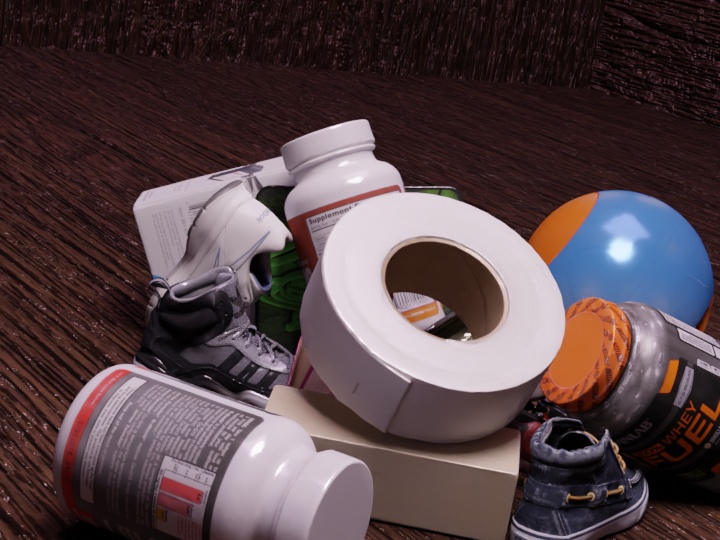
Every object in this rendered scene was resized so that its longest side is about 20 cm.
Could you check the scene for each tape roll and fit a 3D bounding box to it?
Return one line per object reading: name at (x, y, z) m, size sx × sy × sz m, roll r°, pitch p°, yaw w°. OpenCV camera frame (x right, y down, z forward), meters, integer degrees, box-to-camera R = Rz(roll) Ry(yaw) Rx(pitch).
tape roll at (0.056, 0.035, 1.233) m, size 0.202 × 0.071 × 0.203 m, roll 12°, pitch 47°, yaw -13°

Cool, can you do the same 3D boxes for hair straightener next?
hair straightener at (0.106, 0.124, 1.310) m, size 0.200 × 0.041 × 0.077 m, roll 22°, pitch 11°, yaw -37°

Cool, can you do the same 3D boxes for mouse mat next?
mouse mat at (0.000, 0.000, 1.479) m, size 0.199 × 0.162 × 0.008 m, roll 0°, pitch -2°, yaw -4°

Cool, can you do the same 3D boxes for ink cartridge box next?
ink cartridge box at (-0.104, -0.026, 1.537) m, size 0.199 × 0.146 × 0.084 m, roll -14°, pitch 13°, yaw 2°

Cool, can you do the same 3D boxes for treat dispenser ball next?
treat dispenser ball at (0.261, 0.018, 1.617) m, size 0.200 × 0.202 × 0.201 m, roll 9°, pitch 14°, yaw -2°

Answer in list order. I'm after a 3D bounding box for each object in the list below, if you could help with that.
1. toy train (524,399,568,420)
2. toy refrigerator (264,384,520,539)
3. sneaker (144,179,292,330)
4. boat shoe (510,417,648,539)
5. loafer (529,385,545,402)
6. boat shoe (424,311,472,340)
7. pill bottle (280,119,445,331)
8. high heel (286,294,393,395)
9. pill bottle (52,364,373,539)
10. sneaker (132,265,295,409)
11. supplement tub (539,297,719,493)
toy train at (0.148, 0.142, 1.415) m, size 0.046 × 0.034 × 0.200 m, roll 31°, pitch 23°, yaw 30°
toy refrigerator at (0.020, 0.152, 1.223) m, size 0.199 × 0.070 × 0.076 m, roll 10°, pitch 22°, yaw 3°
sneaker at (-0.132, 0.015, 1.438) m, size 0.087 × 0.200 × 0.075 m, roll 36°, pitch 35°, yaw 7°
boat shoe at (0.185, 0.158, 1.252) m, size 0.071 × 0.091 × 0.200 m, roll 17°, pitch 16°, yaw 26°
loafer at (0.080, 0.085, 1.447) m, size 0.199 × 0.071 × 0.073 m, roll -4°, pitch 6°, yaw 8°
boat shoe at (0.064, 0.080, 1.355) m, size 0.201 × 0.066 × 0.072 m, roll -35°, pitch 50°, yaw -21°
pill bottle at (-0.003, -0.028, 1.421) m, size 0.112 × 0.201 × 0.112 m, roll -17°, pitch -2°, yaw -1°
high heel at (-0.026, 0.051, 1.309) m, size 0.067 × 0.201 × 0.096 m, roll 20°, pitch 11°, yaw 18°
pill bottle at (-0.100, 0.144, 1.076) m, size 0.199 × 0.116 × 0.116 m, roll 16°, pitch 16°, yaw 25°
sneaker at (-0.099, 0.062, 1.382) m, size 0.199 × 0.114 × 0.076 m, roll 9°, pitch 22°, yaw 0°
supplement tub at (0.257, 0.104, 1.339) m, size 0.200 × 0.123 × 0.123 m, roll 24°, pitch 7°, yaw -25°
